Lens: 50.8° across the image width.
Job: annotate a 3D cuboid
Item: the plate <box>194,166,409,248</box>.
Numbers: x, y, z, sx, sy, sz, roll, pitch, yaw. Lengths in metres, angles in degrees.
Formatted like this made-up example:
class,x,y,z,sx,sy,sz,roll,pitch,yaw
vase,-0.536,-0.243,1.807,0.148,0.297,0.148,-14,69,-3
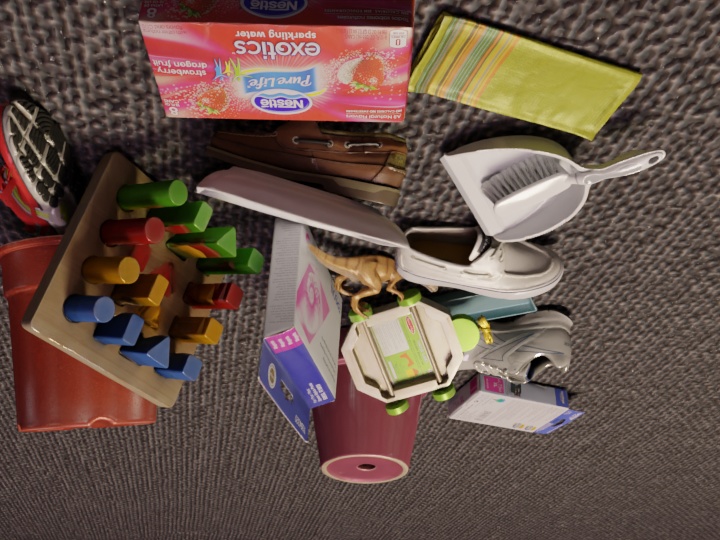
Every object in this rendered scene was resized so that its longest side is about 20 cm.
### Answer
class,x,y,z,sx,sy,sz,roll,pitch,yaw
plate,-0.064,-0.066,0.753,0.197,0.033,0.200,15,-179,-14

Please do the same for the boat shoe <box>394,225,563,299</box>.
class,x,y,z,sx,sy,sz,roll,pitch,yaw
boat shoe,0.139,-0.018,0.870,0.197,0.072,0.070,8,151,2

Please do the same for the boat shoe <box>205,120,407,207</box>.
class,x,y,z,sx,sy,sz,roll,pitch,yaw
boat shoe,-0.050,-0.115,0.727,0.197,0.069,0.072,14,-175,9

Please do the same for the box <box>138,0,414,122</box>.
class,x,y,z,sx,sy,sz,roll,pitch,yaw
box,-0.059,-0.184,0.588,0.197,0.097,0.100,2,149,0

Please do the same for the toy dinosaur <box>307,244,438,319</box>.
class,x,y,z,sx,sy,sz,roll,pitch,yaw
toy dinosaur,0.000,0.000,0.926,0.197,0.061,0.107,8,134,-28

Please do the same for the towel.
class,x,y,z,sx,sy,sz,roll,pitch,yaw
towel,0.145,-0.169,0.677,0.197,0.018,0.086,11,147,-16

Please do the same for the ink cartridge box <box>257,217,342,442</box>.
class,x,y,z,sx,sy,sz,roll,pitch,yaw
ink cartridge box,-0.064,0.073,0.893,0.043,0.202,0.197,-5,148,10

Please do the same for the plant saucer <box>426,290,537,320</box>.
class,x,y,z,sx,sy,sz,roll,pitch,yaw
plant saucer,0.133,0.050,1.021,0.197,0.019,0.070,-13,144,21

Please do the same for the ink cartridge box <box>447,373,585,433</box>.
class,x,y,z,sx,sy,sz,roll,pitch,yaw
ink cartridge box,0.259,0.226,1.271,0.197,0.042,0.120,15,145,-15

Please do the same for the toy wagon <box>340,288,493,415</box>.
class,x,y,z,sx,sy,sz,roll,pitch,yaw
toy wagon,0.077,0.101,1.001,0.197,0.040,0.157,-18,107,11

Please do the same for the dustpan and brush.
class,x,y,z,sx,sy,sz,roll,pitch,yaw
dustpan and brush,0.195,-0.091,0.750,0.198,0.058,0.140,-22,133,21

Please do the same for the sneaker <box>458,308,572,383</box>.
class,x,y,z,sx,sy,sz,roll,pitch,yaw
sneaker,0.199,0.115,1.055,0.198,0.088,0.074,-17,145,29

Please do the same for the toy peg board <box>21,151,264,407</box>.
class,x,y,z,sx,sy,sz,roll,pitch,yaw
toy peg board,-0.202,0.013,0.782,0.097,0.201,0.200,-2,149,34

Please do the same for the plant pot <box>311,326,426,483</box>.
class,x,y,z,sx,sy,sz,roll,pitch,yaw
plant pot,0.008,0.207,1.120,0.197,0.181,0.201,1,147,1

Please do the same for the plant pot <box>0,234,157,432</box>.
class,x,y,z,sx,sy,sz,roll,pitch,yaw
plant pot,-0.308,0.079,0.861,0.197,0.198,0.201,-4,169,-1

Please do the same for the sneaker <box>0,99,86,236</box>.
class,x,y,z,sx,sy,sz,roll,pitch,yaw
sneaker,-0.340,-0.090,0.769,0.084,0.078,0.201,7,147,1
